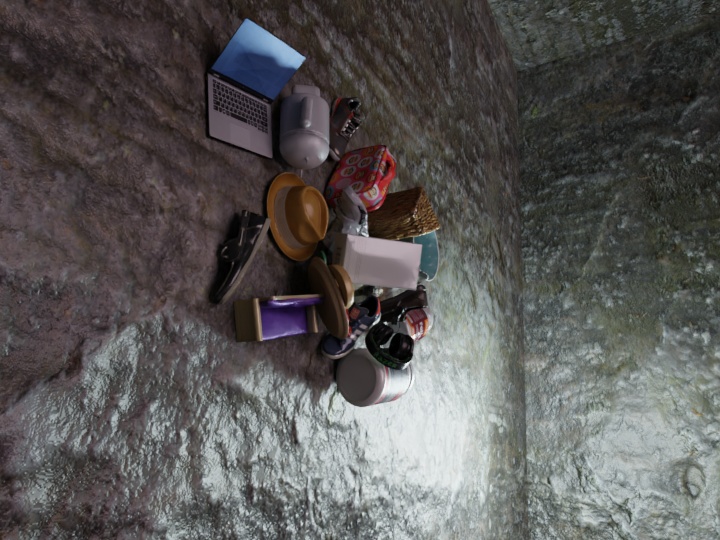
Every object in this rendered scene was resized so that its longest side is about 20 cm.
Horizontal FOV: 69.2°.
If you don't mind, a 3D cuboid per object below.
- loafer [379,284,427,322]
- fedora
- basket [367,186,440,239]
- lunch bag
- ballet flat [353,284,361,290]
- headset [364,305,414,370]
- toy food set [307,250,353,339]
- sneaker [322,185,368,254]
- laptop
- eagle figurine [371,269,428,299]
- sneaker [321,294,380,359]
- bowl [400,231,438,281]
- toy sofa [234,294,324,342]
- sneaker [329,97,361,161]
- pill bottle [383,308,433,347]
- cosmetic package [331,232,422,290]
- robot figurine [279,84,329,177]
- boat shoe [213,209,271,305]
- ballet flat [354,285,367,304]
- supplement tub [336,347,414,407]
[{"bbox_3d":[0.095,0.109,1.405,0.072,0.198,0.073,65,7,15],"label":"loafer"},{"bbox_3d":[-0.127,-0.125,1.177,0.200,0.081,0.204,16,72,-57],"label":"fedora"},{"bbox_3d":[0.105,-0.122,1.457,0.150,0.198,0.144,59,37,-35],"label":"basket"},{"bbox_3d":[0.012,-0.238,1.345,0.082,0.174,0.202,55,41,-38],"label":"lunch bag"},{"bbox_3d":[0.000,0.000,1.303,0.201,0.065,0.071,-55,138,-30],"label":"ballet flat"},{"bbox_3d":[0.081,0.162,1.290,0.123,0.095,0.200,31,23,-3],"label":"headset"},{"bbox_3d":[-0.066,0.056,1.172,0.048,0.198,0.202,-20,124,-19],"label":"toy food set"},{"bbox_3d":[-0.044,-0.111,1.253,0.075,0.114,0.201,53,-13,27],"label":"sneaker"},{"bbox_3d":[-0.205,-0.356,1.058,0.186,0.115,0.203,6,79,-58],"label":"laptop"},{"bbox_3d":[0.082,0.018,1.406,0.149,0.200,0.153,21,107,-22],"label":"eagle figurine"},{"bbox_3d":[-0.022,0.128,1.266,0.200,0.074,0.085,-43,153,-36],"label":"sneaker"},{"bbox_3d":[0.162,-0.063,1.638,0.200,0.104,0.204,18,69,-59],"label":"bowl"},{"bbox_3d":[-0.157,0.096,1.072,0.199,0.096,0.084,2,82,-60],"label":"toy sofa"},{"bbox_3d":[-0.041,-0.383,1.376,0.077,0.081,0.203,38,52,-50],"label":"sneaker"},{"bbox_3d":[0.134,0.161,1.539,0.199,0.113,0.116,-13,96,-59],"label":"pill bottle"},{"bbox_3d":[0.038,-0.021,1.226,0.197,0.081,0.115,8,93,-24],"label":"cosmetic package"},{"bbox_3d":[-0.126,-0.316,1.181,0.170,0.111,0.203,107,-18,-72],"label":"robot figurine"},{"bbox_3d":[-0.239,-0.027,1.005,0.067,0.072,0.202,27,62,-13],"label":"boat shoe"},{"bbox_3d":[-0.008,0.054,1.364,0.069,0.069,0.203,25,63,-55],"label":"ballet flat"},{"bbox_3d":[0.042,0.269,1.336,0.199,0.139,0.143,13,73,-58],"label":"supplement tub"}]
